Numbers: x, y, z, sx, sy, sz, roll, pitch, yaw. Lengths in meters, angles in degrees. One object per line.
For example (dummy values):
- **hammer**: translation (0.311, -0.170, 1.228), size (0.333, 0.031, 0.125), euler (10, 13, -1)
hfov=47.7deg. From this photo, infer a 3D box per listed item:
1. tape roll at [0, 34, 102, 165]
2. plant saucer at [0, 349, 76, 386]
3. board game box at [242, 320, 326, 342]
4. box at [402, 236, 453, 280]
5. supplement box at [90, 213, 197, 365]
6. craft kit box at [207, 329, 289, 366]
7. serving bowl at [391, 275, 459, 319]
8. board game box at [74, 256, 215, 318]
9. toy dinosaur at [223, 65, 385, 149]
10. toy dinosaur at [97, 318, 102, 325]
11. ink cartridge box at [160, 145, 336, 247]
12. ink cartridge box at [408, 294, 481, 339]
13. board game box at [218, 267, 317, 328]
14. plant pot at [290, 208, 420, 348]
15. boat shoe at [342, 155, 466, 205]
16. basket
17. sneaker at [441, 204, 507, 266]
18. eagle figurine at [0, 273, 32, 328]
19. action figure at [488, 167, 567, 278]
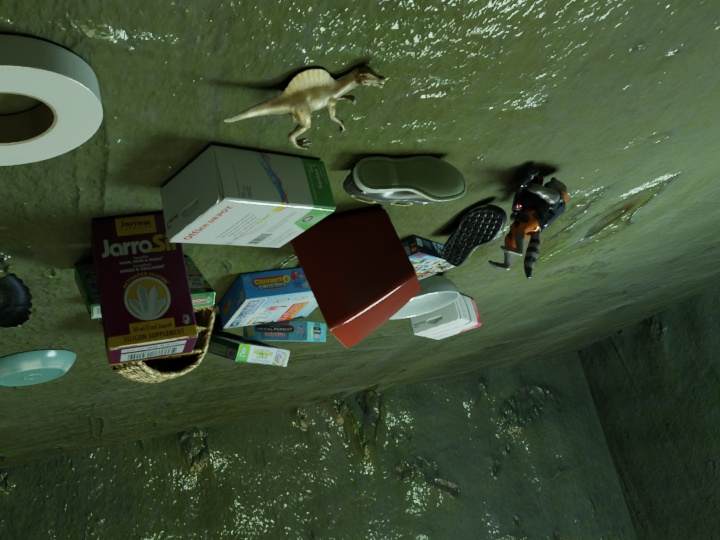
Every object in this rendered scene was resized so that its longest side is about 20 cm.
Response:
- **tape roll**: translation (-0.367, -0.167, 0.829), size (0.202, 0.037, 0.203), euler (-13, 165, -4)
- **plant saucer**: translation (-0.741, 0.224, 1.831), size (0.199, 0.036, 0.200), euler (-13, 163, -4)
- **board game box**: translation (-0.173, 0.142, 1.907), size (0.150, 0.047, 0.200), euler (0, 174, 9)
- **box**: translation (0.108, -0.019, 1.741), size (0.136, 0.038, 0.200), euler (-23, 162, 27)
- **supplement box**: translation (-0.326, 0.027, 1.222), size (0.130, 0.201, 0.103), euler (-8, 163, -20)
- **craft kit box**: translation (-0.295, 0.171, 1.850), size (0.199, 0.049, 0.197), euler (13, 174, 29)
- **serving bowl**: translation (0.135, 0.056, 1.967), size (0.199, 0.066, 0.200), euler (-14, 164, -4)
- **board game box**: translation (-0.356, 0.025, 1.343), size (0.199, 0.135, 0.029), euler (-5, 118, -29)
- **toy dinosaur**: translation (-0.071, -0.200, 0.977), size (0.199, 0.058, 0.101), euler (-19, 150, -11)
- **toy dinosaur**: translation (-0.414, 0.063, 1.508), size (0.200, 0.135, 0.086), euler (-46, -168, 23)
- **ink cartridge box**: translation (-0.160, -0.099, 1.151), size (0.199, 0.084, 0.145), euler (1, 158, -44)
- **ink cartridge box**: translation (0.234, 0.127, 2.258), size (0.144, 0.085, 0.200), euler (-21, 164, 21)
- **board game box**: translation (-0.179, 0.056, 1.712), size (0.195, 0.056, 0.200), euler (-7, 162, -26)
- **plant pot**: translation (0.000, 0.000, 1.464), size (0.176, 0.201, 0.200), euler (-26, 164, 2)
- **boat shoe**: translation (0.069, -0.136, 1.261), size (0.200, 0.072, 0.061), euler (3, 162, -28)
- **basket**: translation (-0.398, 0.147, 1.671), size (0.148, 0.144, 0.200), euler (-22, 163, 27)
- **sneaker**: translation (0.229, -0.084, 1.618), size (0.083, 0.072, 0.200), euler (-45, -179, -38)
- **eagle figurine**: translation (-0.571, 0.026, 1.153), size (0.150, 0.152, 0.200), euler (-31, 163, -15)
- **action figure**: translation (0.311, -0.081, 1.471), size (0.194, 0.104, 0.200), euler (-53, 161, -12)
